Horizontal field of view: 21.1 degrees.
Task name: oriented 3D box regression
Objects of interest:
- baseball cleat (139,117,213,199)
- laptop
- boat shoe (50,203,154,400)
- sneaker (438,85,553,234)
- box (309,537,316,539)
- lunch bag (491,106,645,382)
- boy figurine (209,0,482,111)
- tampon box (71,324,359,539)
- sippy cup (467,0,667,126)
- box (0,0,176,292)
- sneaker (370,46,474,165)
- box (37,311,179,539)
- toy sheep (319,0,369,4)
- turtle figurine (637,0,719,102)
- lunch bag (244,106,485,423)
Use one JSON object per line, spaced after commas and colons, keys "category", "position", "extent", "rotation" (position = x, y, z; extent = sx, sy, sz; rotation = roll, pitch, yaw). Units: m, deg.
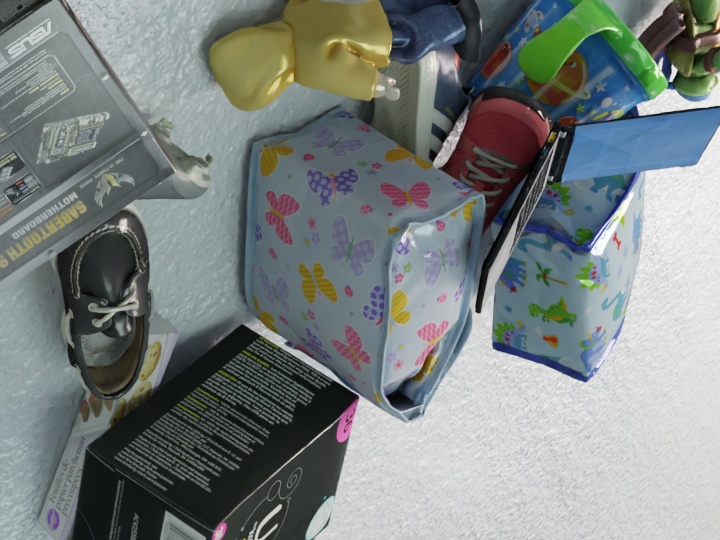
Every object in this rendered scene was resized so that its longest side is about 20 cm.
{"category": "baseball cleat", "position": [-0.196, -0.069, 1.338], "extent": [0.199, 0.070, 0.107], "rotation": [21, 110, -44]}
{"category": "laptop", "position": [0.185, -0.045, 1.531], "extent": [0.201, 0.115, 0.187], "rotation": [-62, 173, -9]}
{"category": "boat shoe", "position": [-0.182, 0.024, 1.381], "extent": [0.073, 0.061, 0.201], "rotation": [-14, 150, -21]}
{"category": "sneaker", "position": [0.097, -0.067, 1.561], "extent": [0.200, 0.073, 0.087], "rotation": [119, -6, -55]}
{"category": "box", "position": [-0.130, 0.312, 1.677], "extent": [0.200, 0.130, 0.200], "rotation": [-37, 142, -21]}
{"category": "lunch bag", "position": [0.200, -0.034, 1.753], "extent": [0.200, 0.127, 0.171], "rotation": [-49, 149, -37]}
{"category": "boy figurine", "position": [-0.011, -0.163, 1.413], "extent": [0.199, 0.125, 0.065], "rotation": [-18, 141, -13]}
{"category": "tampon box", "position": [-0.114, 0.170, 1.528], "extent": [0.200, 0.126, 0.151], "rotation": [-38, 151, -45]}
{"category": "sippy cup", "position": [0.164, -0.160, 1.609], "extent": [0.130, 0.140, 0.178], "rotation": [-42, 133, 5]}
{"category": "box", "position": [-0.239, -0.072, 1.226], "extent": [0.199, 0.048, 0.159], "rotation": [-35, 130, -1]}
{"category": "sneaker", "position": [0.049, -0.116, 1.559], "extent": [0.084, 0.075, 0.201], "rotation": [-30, 144, -40]}
{"category": "box", "position": [-0.198, 0.124, 1.516], "extent": [0.041, 0.039, 0.201], "rotation": [0, 120, -49]}
{"category": "toy sheep", "position": [-0.012, -0.246, 1.322], "extent": [0.199, 0.138, 0.139], "rotation": [5, 117, -50]}
{"category": "turtle figurine", "position": [0.341, -0.237, 1.706], "extent": [0.144, 0.199, 0.195], "rotation": [-47, 139, -34]}
{"category": "lunch bag", "position": [0.000, 0.000, 1.520], "extent": [0.127, 0.169, 0.201], "rotation": [-24, 134, -38]}
